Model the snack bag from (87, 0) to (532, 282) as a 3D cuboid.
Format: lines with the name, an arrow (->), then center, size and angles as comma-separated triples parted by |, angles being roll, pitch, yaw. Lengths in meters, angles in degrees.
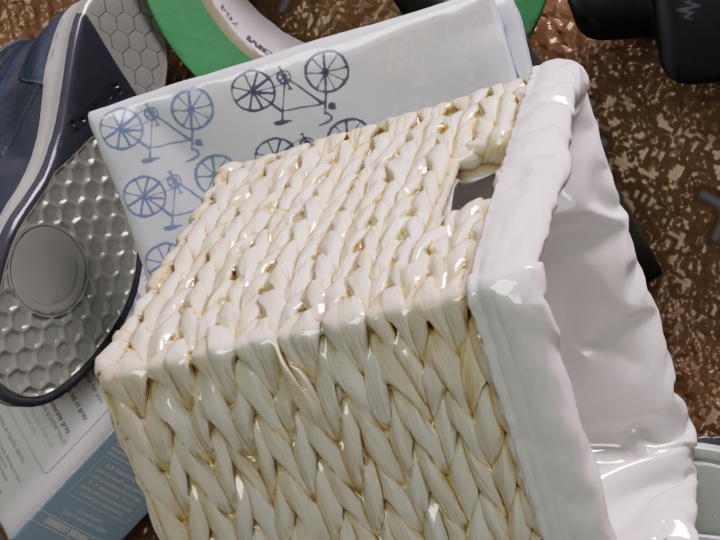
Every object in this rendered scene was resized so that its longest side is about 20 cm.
snack bag -> 0.000, 0.000, 0.754 | 0.186, 0.021, 0.202 | -14, 105, 11

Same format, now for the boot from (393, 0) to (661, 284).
boot -> 0.025, -0.045, 0.775 | 0.138, 0.077, 0.201 | -32, 97, 5

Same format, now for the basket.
basket -> 0.028, 0.059, 0.657 | 0.159, 0.199, 0.202 | -14, 113, 18

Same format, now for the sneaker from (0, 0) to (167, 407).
sneaker -> -0.168, -0.024, 0.844 | 0.145, 0.077, 0.204 | -14, 56, 44

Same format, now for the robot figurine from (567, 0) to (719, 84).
robot figurine -> 0.188, -0.148, 0.769 | 0.197, 0.125, 0.152 | -5, 124, 11

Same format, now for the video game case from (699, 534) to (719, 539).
video game case -> 0.185, 0.186, 0.757 | 0.198, 0.018, 0.145 | 3, 107, 15

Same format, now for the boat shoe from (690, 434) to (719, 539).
boat shoe -> 0.192, 0.104, 0.775 | 0.198, 0.060, 0.076 | 8, 112, 15

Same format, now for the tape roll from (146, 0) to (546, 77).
tape roll -> -0.006, -0.162, 0.820 | 0.198, 0.048, 0.203 | 3, 112, 7

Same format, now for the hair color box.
hair color box -> -0.099, 0.035, 0.844 | 0.200, 0.061, 0.099 | -46, 47, 6
